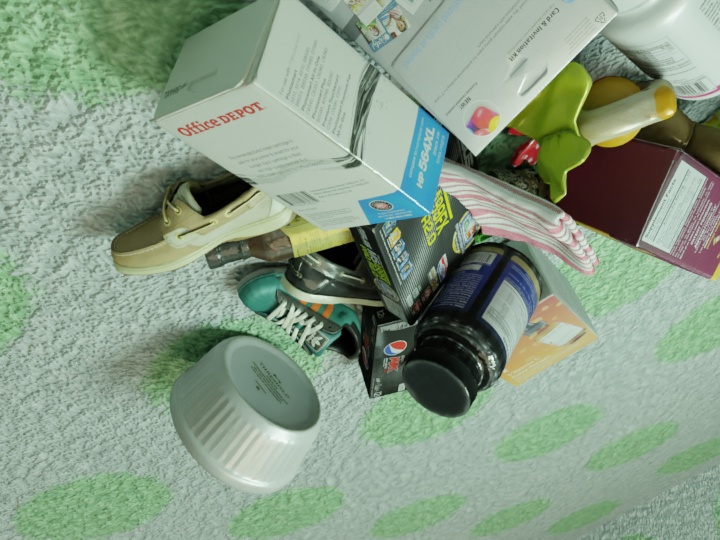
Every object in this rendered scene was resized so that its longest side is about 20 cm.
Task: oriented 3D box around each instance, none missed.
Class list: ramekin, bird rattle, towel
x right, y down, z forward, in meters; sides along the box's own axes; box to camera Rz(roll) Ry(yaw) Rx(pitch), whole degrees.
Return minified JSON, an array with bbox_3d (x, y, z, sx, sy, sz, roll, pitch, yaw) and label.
[{"bbox_3d":[-0.138,0.175,0.919,0.200,0.204,0.095,21,119,-43],"label":"ramekin"},{"bbox_3d":[0.213,-0.136,0.675,0.159,0.116,0.200,-14,-175,17],"label":"bird rattle"},{"bbox_3d":[0.158,-0.050,0.719,0.030,0.145,0.199,-62,149,1],"label":"towel"}]

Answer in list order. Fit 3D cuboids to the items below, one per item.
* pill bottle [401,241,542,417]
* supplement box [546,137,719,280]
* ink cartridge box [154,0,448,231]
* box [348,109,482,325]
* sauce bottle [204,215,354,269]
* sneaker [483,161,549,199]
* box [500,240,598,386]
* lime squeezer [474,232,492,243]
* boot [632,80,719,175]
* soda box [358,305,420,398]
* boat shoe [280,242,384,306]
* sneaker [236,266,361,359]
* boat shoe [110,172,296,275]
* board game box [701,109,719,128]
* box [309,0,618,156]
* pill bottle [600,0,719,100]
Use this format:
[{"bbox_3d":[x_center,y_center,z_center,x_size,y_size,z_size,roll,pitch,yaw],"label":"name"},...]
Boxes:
[{"bbox_3d":[0.129,0.067,0.829,0.201,0.110,0.113,-50,166,-38],"label":"pill bottle"},{"bbox_3d":[0.322,-0.073,0.790,0.197,0.130,0.105,15,103,-40],"label":"supplement box"},{"bbox_3d":[-0.045,-0.118,0.585,0.144,0.086,0.198,-3,154,46],"label":"ink cartridge box"},{"bbox_3d":[0.068,-0.055,0.768,0.161,0.044,0.201,-50,149,-16],"label":"box"},{"bbox_3d":[-0.071,-0.046,0.760,0.195,0.066,0.065,-17,146,-8],"label":"sauce bottle"},{"bbox_3d":[0.223,-0.114,0.825,0.196,0.077,0.090,-1,131,-36],"label":"sneaker"},{"bbox_3d":[0.226,0.063,1.019,0.151,0.108,0.199,-34,143,20],"label":"box"},{"bbox_3d":[0.217,-0.054,0.890,0.195,0.071,0.038,-6,125,-17],"label":"lime squeezer"},{"bbox_3d":[0.388,-0.134,0.757,0.173,0.198,0.068,12,104,-46],"label":"boot"},{"bbox_3d":[0.037,0.098,1.001,0.062,0.072,0.202,-10,144,-11],"label":"soda box"},{"bbox_3d":[0.000,0.000,0.858,0.196,0.072,0.069,5,115,-39],"label":"boat shoe"},{"bbox_3d":[-0.066,0.058,0.887,0.071,0.081,0.198,-39,141,27],"label":"sneaker"},{"bbox_3d":[-0.161,-0.058,0.704,0.196,0.075,0.067,-22,133,-1],"label":"boat shoe"},{"bbox_3d":[0.475,-0.137,0.878,0.104,0.105,0.200,18,130,-42],"label":"board game box"},{"bbox_3d":[0.072,-0.212,0.547,0.199,0.041,0.156,38,122,-13],"label":"box"},{"bbox_3d":[0.270,-0.241,0.628,0.197,0.115,0.113,17,132,-41],"label":"pill bottle"}]
